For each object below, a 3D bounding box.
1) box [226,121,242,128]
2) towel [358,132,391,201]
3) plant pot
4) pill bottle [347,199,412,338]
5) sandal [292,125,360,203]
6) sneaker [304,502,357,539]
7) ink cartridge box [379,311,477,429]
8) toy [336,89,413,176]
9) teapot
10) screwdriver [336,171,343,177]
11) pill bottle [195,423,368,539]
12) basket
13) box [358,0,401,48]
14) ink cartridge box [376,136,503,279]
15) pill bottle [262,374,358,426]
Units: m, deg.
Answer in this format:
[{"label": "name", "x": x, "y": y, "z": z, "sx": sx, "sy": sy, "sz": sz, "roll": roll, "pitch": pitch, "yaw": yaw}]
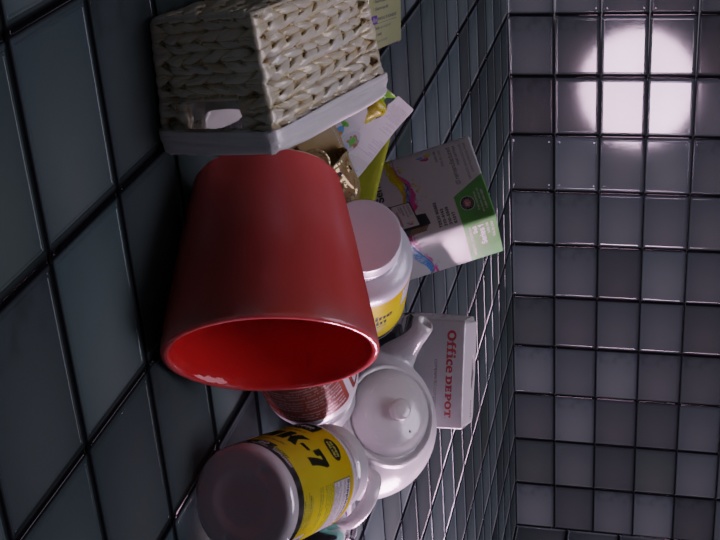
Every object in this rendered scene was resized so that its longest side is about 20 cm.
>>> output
[{"label": "box", "x": -0.099, "y": -0.235, "z": 1.301, "sx": 0.200, "sy": 0.049, "sz": 0.201, "roll": -49, "pitch": 141, "yaw": -69}, {"label": "towel", "x": -0.027, "y": -0.076, "z": 1.458, "sx": 0.018, "sy": 0.085, "sz": 0.202, "roll": -119, "pitch": -139, "yaw": -73}, {"label": "plant pot", "x": -0.085, "y": -0.003, "z": 1.142, "sx": 0.201, "sy": 0.198, "sz": 0.179, "roll": 62, "pitch": 22, "yaw": -63}, {"label": "pill bottle", "x": 0.000, "y": 0.000, "z": 1.359, "sx": 0.200, "sy": 0.111, "sz": 0.113, "roll": 94, "pitch": 4, "yaw": -69}, {"label": "sandal", "x": -0.025, "y": -0.097, "z": 1.317, "sx": 0.078, "sy": 0.070, "sz": 0.212, "roll": -48, "pitch": 157, "yaw": -4}, {"label": "sneaker", "x": -0.039, "y": 0.341, "z": 1.575, "sx": 0.201, "sy": 0.077, "sz": 0.141, "roll": -72, "pitch": 158, "yaw": -46}, {"label": "ink cartridge box", "x": 0.050, "y": 0.129, "z": 1.646, "sx": 0.084, "sy": 0.197, "sz": 0.147, "roll": -4, "pitch": 96, "yaw": -76}, {"label": "toy", "x": -0.037, "y": -0.135, "z": 1.396, "sx": 0.200, "sy": 0.047, "sz": 0.115, "roll": -48, "pitch": 147, "yaw": 8}, {"label": "teapot", "x": 0.018, "y": 0.185, "z": 1.500, "sx": 0.146, "sy": 0.196, "sz": 0.202, "roll": -29, "pitch": -98, "yaw": 61}, {"label": "screwdriver", "x": -0.066, "y": -0.086, "z": 1.256, "sx": 0.200, "sy": 0.028, "sz": 0.029, "roll": -22, "pitch": -96, "yaw": 61}, {"label": "pill bottle", "x": -0.074, "y": 0.221, "z": 1.280, "sx": 0.200, "sy": 0.113, "sz": 0.116, "roll": -5, "pitch": 98, "yaw": -66}, {"label": "basket", "x": -0.082, "y": -0.191, "z": 1.118, "sx": 0.200, "sy": 0.134, "sz": 0.125, "roll": -35, "pitch": 121, "yaw": -51}, {"label": "box", "x": -0.015, "y": -0.374, "z": 1.510, "sx": 0.176, "sy": 0.095, "sz": 0.202, "roll": -47, "pitch": 139, "yaw": -68}, {"label": "ink cartridge box", "x": 0.072, "y": -0.073, "z": 1.634, "sx": 0.084, "sy": 0.198, "sz": 0.146, "roll": 69, "pitch": 5, "yaw": -53}, {"label": "pill bottle", "x": -0.064, "y": 0.103, "z": 1.364, "sx": 0.201, "sy": 0.111, "sz": 0.113, "roll": 71, "pitch": 26, "yaw": -56}]
